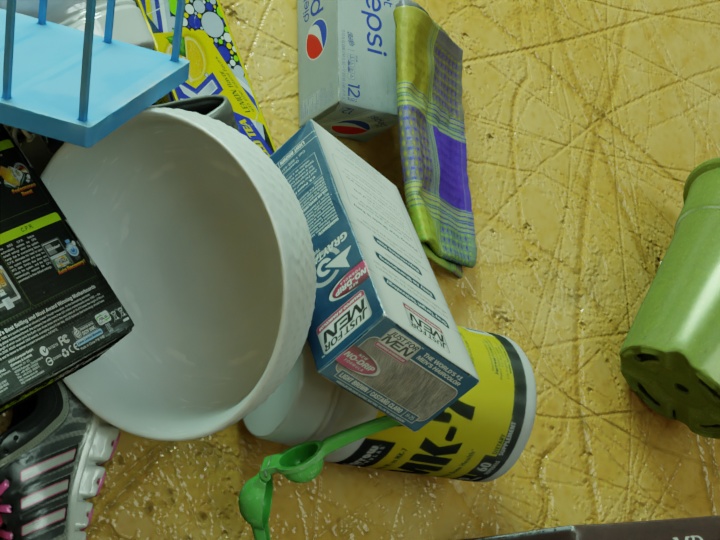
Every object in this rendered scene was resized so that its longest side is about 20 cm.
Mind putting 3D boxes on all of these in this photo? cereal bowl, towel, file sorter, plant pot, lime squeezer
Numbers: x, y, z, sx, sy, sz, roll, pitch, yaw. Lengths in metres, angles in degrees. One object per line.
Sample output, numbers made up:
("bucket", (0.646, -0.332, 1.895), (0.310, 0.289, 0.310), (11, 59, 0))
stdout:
("cereal bowl", (-0.109, -0.001, 0.833), (0.083, 0.199, 0.201), (-17, 85, -62))
("towel", (0.061, -0.105, 1.071), (0.144, 0.023, 0.202), (29, 56, -66))
("file sorter", (-0.209, -0.171, 0.765), (0.199, 0.124, 0.139), (17, 28, 10))
("plant pot", (0.324, 0.038, 1.171), (0.200, 0.200, 0.190), (45, 70, -15))
("lime squeezer", (-0.039, 0.149, 0.898), (0.071, 0.201, 0.038), (39, 20, 11))

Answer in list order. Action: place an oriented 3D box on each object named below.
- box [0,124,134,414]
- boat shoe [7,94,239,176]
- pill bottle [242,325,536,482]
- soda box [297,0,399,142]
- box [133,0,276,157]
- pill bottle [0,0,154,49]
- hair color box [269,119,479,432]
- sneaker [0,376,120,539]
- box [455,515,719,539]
("box", (-0.245, -0.006, 0.733), (0.194, 0.047, 0.200), (55, 36, 1))
("boat shoe", (-0.178, -0.086, 0.886), (0.198, 0.057, 0.067), (-4, 37, -8))
("pill bottle", (0.019, 0.088, 0.976), (0.199, 0.114, 0.115), (12, 70, -30))
("soda box", (-0.008, -0.210, 1.076), (0.068, 0.063, 0.202), (8, 72, -32))
("box", (-0.119, -0.117, 0.974), (0.070, 0.064, 0.201), (-20, 87, -37))
("pill bottle", (-0.225, -0.220, 0.902), (0.114, 0.114, 0.201), (-30, 94, -36))
("hair color box", (0.000, 0.000, 0.886), (0.100, 0.060, 0.201), (35, 23, -39))
("sneaker", (-0.213, 0.143, 0.830), (0.087, 0.074, 0.201), (28, 57, -25))
("box", (0.174, 0.292, 0.989), (0.165, 0.164, 0.202), (3, 74, -33))
